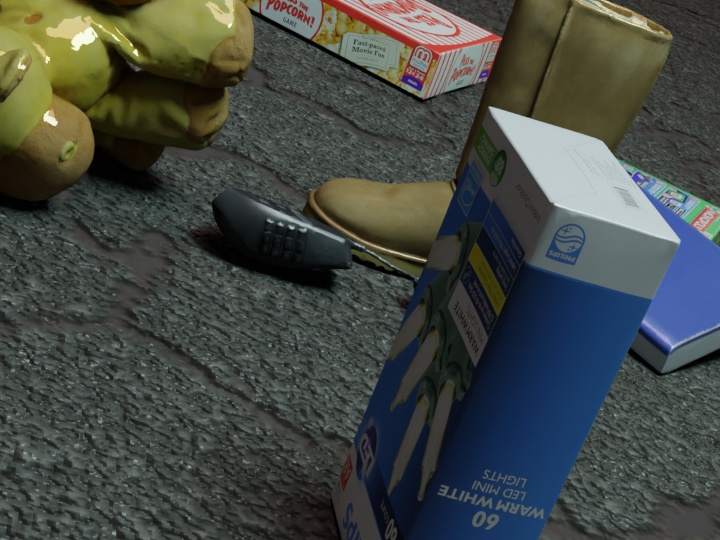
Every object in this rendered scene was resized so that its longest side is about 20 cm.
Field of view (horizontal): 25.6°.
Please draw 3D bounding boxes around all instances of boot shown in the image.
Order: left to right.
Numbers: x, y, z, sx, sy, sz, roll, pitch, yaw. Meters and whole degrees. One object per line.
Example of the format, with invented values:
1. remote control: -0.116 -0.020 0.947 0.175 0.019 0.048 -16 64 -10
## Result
1. boot: 0.075 -0.090 0.992 0.174 0.201 0.066 20 22 -4

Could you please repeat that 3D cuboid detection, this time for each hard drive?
1. hard drive: 0.179 -0.016 1.098 0.131 0.026 0.200 -18 48 -39

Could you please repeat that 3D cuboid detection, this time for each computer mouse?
1. computer mouse: 0.000 0.000 0.957 0.199 0.034 0.059 22 5 -13

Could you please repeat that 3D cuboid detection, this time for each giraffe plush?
1. giraffe plush: -0.182 -0.113 0.904 0.199 0.173 0.163 32 44 -1

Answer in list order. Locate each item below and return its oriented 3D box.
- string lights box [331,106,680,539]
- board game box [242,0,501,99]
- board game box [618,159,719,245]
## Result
1. string lights box: 0.054 0.047 0.664 0.058 0.201 0.103 15 22 -17
2. board game box: 0.012 -0.226 1.448 0.199 0.047 0.151 29 24 17
3. board game box: 0.205 -0.040 1.227 0.134 0.029 0.200 29 23 15
